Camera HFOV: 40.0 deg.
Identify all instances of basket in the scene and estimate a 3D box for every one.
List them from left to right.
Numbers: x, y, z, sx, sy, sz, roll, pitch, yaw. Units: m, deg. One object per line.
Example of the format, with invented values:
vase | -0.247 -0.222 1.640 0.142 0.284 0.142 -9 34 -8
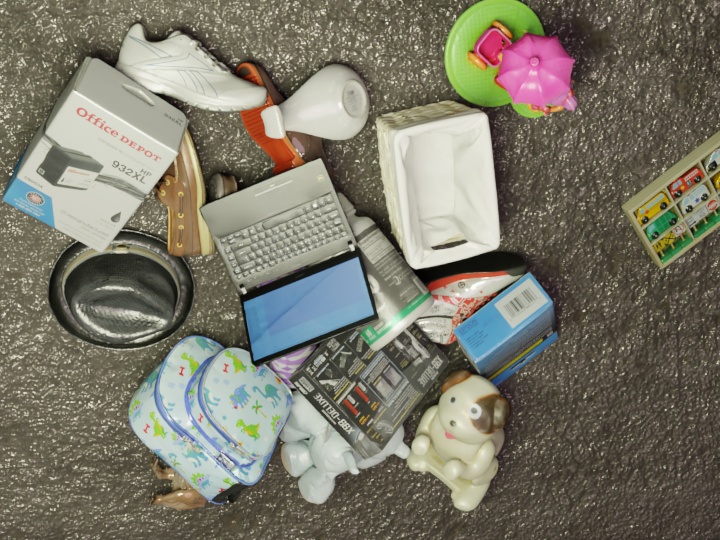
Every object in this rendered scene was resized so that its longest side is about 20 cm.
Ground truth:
basket | 0.103 -0.125 1.361 0.134 0.124 0.202 -13 116 -9

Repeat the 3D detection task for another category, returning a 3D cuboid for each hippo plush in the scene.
hippo plush | -0.021 0.237 1.484 0.160 0.160 0.200 -18 161 -34

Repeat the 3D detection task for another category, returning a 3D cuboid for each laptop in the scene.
laptop | -0.093 -0.011 1.256 0.176 0.103 0.201 -21 106 6

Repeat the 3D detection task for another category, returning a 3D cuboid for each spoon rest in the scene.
spoon rest | -0.059 -0.210 1.281 0.199 0.060 0.100 -25 108 -47

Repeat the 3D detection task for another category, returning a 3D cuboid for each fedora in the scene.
fedora | -0.321 0.043 1.338 0.199 0.092 0.202 -5 114 -12

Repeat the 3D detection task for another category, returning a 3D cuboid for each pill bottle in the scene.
pill bottle | 0.000 0.000 1.357 0.113 0.113 0.200 -40 87 5

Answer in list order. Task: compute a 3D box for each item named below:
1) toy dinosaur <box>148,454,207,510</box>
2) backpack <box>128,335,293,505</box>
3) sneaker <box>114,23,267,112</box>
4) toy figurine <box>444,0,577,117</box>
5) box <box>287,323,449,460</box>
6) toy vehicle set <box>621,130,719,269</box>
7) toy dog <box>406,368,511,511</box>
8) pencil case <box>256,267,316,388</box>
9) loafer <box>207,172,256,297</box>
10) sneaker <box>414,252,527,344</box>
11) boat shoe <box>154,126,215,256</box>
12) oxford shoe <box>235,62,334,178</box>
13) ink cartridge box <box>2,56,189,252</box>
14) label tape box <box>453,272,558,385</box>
toy dinosaur | -0.238 0.307 1.483 0.135 0.086 0.201 24 111 -30
backpack | -0.202 0.191 1.374 0.200 0.183 0.147 40 128 -10
sneaker | -0.211 -0.251 1.238 0.198 0.075 0.088 15 100 -5
toy figurine | 0.226 -0.253 1.304 0.199 0.184 0.150 36 100 -25
box | 0.016 0.140 1.399 0.158 0.200 0.050 46 141 -5
toy vehicle set | 0.514 -0.110 1.527 0.200 0.027 0.124 -38 117 4
toy dog | 0.168 0.241 1.496 0.193 0.140 0.201 -33 149 -20
pencil case | -0.104 0.079 1.387 0.085 0.084 0.201 8 134 9
loafer | -0.158 -0.050 1.360 0.070 0.073 0.201 -19 126 -11
sneaker | 0.154 0.045 1.480 0.200 0.067 0.109 -13 116 -5
boat shoe | -0.240 -0.107 1.307 0.067 0.072 0.202 -12 118 -12
oxford shoe | -0.101 -0.192 1.323 0.072 0.071 0.201 -40 114 -34
ink cartridge box | -0.329 -0.139 1.227 0.145 0.084 0.200 31 125 -23
label tape box | 0.224 0.097 1.502 0.144 0.063 0.200 -37 158 -1
